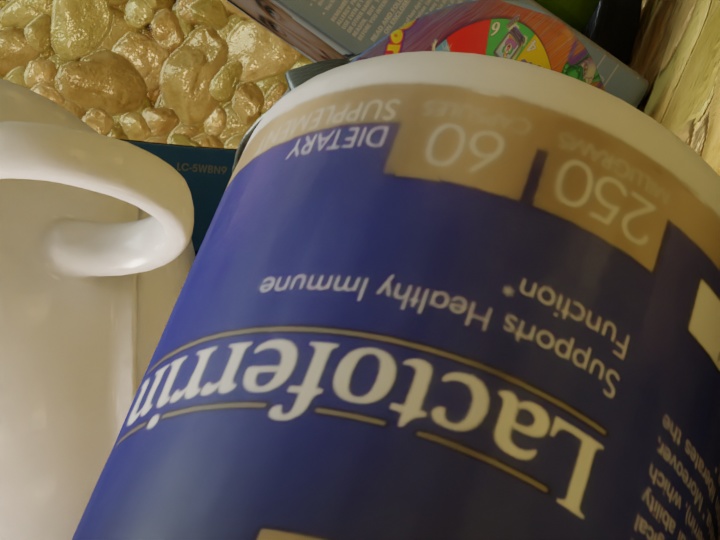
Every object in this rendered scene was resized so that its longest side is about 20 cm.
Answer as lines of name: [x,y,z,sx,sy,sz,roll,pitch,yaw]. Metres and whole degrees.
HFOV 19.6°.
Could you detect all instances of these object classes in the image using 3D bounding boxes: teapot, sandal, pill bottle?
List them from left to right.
teapot: [-0.112,0.021,0.704,0.200,0.145,0.199,-93,2,-70]
pill bottle: [0.001,0.069,0.378,0.116,0.115,0.201,114,177,-57]
sandal: [0.101,-0.096,1.001,0.200,0.042,0.077,-169,94,-79]

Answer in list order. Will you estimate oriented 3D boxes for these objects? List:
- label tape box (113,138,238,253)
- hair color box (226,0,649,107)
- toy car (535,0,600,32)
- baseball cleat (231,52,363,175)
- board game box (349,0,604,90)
label tape box: [-0.131,0.042,0.844,0.063,0.143,0.202,-153,68,-72]
hair color box: [0.013,-0.103,0.840,0.061,0.199,0.099,-54,0,-3]
toy car: [0.106,-0.186,0.792,0.165,0.157,0.200,-61,27,-1]
baseball cleat: [0.000,0.000,0.797,0.070,0.105,0.201,-108,11,-53]
board game box: [0.032,0.007,0.727,0.157,0.039,0.201,7,-72,-49]
